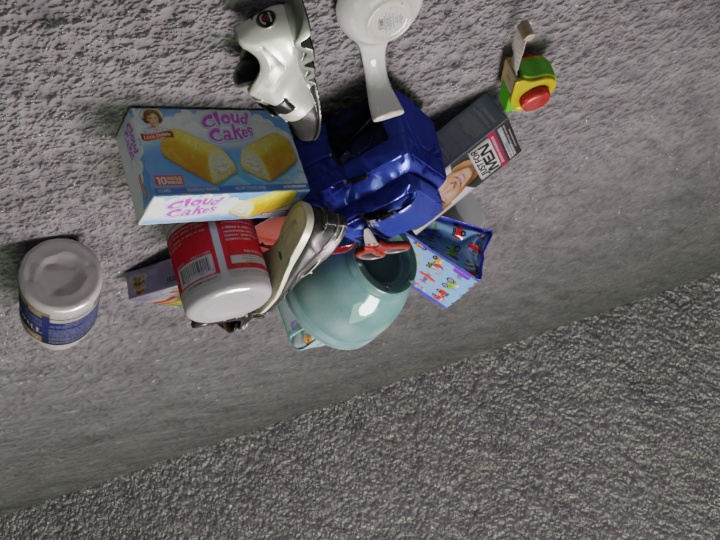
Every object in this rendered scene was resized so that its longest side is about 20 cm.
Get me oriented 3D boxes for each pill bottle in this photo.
[{"bbox_3d":[-0.187,-0.047,1.006,0.111,0.203,0.112,-16,163,-5],"label":"pill bottle"},{"bbox_3d":[-0.436,0.044,1.167,0.109,0.112,0.200,-10,160,-26],"label":"pill bottle"},{"bbox_3d":[0.120,-0.064,1.432,0.110,0.112,0.199,1,154,-47],"label":"pill bottle"}]

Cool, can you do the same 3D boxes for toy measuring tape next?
[{"bbox_3d":[0.220,-0.260,1.024,0.072,0.075,0.200,-18,163,-3],"label":"toy measuring tape"}]

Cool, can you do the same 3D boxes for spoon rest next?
[{"bbox_3d":[0.021,-0.253,0.877,0.098,0.061,0.201,-17,149,-10],"label":"spoon rest"}]

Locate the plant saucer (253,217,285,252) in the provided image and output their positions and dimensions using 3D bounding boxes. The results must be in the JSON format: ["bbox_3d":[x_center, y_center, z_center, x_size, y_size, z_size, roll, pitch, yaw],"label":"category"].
[{"bbox_3d":[-0.094,-0.079,1.276,0.198,0.037,0.199,-26,161,27],"label":"plant saucer"}]

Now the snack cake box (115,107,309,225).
[{"bbox_3d":[-0.171,-0.123,0.941,0.198,0.117,0.067,-7,159,-35],"label":"snack cake box"}]

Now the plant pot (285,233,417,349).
[{"bbox_3d":[0.000,0.000,1.194,0.198,0.203,0.134,-4,162,-39],"label":"plant pot"}]

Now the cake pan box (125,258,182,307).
[{"bbox_3d":[-0.249,0.014,1.325,0.197,0.053,0.184,-15,168,24],"label":"cake pan box"}]

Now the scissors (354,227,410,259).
[{"bbox_3d":[0.009,-0.031,1.012,0.072,0.014,0.200,-10,174,18],"label":"scissors"}]

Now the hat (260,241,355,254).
[{"bbox_3d":[-0.140,0.000,1.169,0.174,0.168,0.200,6,-165,-28],"label":"hat"}]

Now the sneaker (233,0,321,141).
[{"bbox_3d":[-0.091,-0.205,0.863,0.087,0.075,0.201,-17,153,-5],"label":"sneaker"}]

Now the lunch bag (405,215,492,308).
[{"bbox_3d":[0.088,-0.034,1.302,0.197,0.095,0.151,22,156,-8],"label":"lunch bag"}]

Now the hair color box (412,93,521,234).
[{"bbox_3d":[0.129,-0.150,1.160,0.199,0.061,0.099,-38,150,6],"label":"hair color box"}]

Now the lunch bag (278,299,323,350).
[{"bbox_3d":[-0.068,0.055,1.506,0.076,0.163,0.199,0,155,-47],"label":"lunch bag"}]

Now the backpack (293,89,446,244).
[{"bbox_3d":[-0.005,-0.120,1.048,0.198,0.170,0.162,-19,159,22],"label":"backpack"}]

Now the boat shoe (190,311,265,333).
[{"bbox_3d":[-0.220,0.074,1.355,0.073,0.061,0.200,-13,167,20],"label":"boat shoe"}]

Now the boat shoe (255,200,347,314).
[{"bbox_3d":[-0.083,-0.006,1.018,0.067,0.073,0.200,4,142,-32],"label":"boat shoe"}]
